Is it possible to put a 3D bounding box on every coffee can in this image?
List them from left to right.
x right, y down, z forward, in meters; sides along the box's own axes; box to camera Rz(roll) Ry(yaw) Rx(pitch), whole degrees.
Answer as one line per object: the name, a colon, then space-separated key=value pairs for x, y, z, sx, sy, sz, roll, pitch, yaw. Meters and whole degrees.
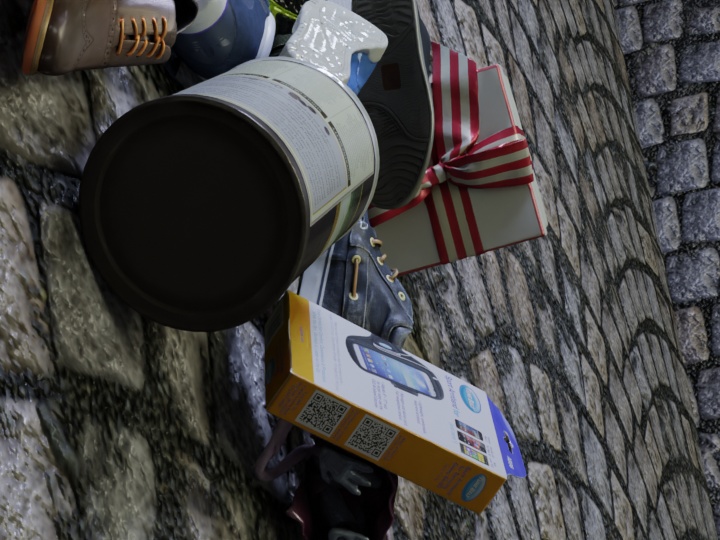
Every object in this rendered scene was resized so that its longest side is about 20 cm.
coffee can: x=-0.079 y=-0.057 z=1.061 sx=0.200 sy=0.146 sz=0.147 roll=-46 pitch=118 yaw=-70

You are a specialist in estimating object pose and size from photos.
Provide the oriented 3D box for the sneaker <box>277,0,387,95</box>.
sneaker: x=-0.041 y=-0.137 z=1.248 sx=0.077 sy=0.111 sz=0.200 roll=29 pitch=24 yaw=-3

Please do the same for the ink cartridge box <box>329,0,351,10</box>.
ink cartridge box: x=-0.015 y=-0.227 z=1.584 sx=0.200 sy=0.037 sz=0.095 roll=33 pitch=45 yaw=-68

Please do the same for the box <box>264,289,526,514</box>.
box: x=0.025 y=0.098 z=1.144 sx=0.200 sy=0.042 sz=0.119 roll=30 pitch=22 yaw=-17

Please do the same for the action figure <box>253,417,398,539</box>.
action figure: x=-0.011 y=0.149 z=1.215 sx=0.149 sy=0.134 sz=0.200 roll=32 pitch=19 yaw=-6

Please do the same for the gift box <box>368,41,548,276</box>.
gift box: x=0.068 y=-0.102 z=1.505 sx=0.187 sy=0.184 sz=0.201 roll=-32 pitch=102 yaw=-81

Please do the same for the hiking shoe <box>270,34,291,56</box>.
hiking shoe: x=-0.056 y=-0.149 z=1.325 sx=0.101 sy=0.076 sz=0.200 roll=53 pitch=27 yaw=-54

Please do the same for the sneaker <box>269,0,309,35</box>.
sneaker: x=-0.115 y=-0.278 z=1.307 sx=0.200 sy=0.075 sz=0.076 roll=59 pitch=-11 yaw=-28

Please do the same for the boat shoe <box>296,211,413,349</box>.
boat shoe: x=0.000 y=0.000 z=1.246 sx=0.071 sy=0.091 sz=0.201 roll=122 pitch=-20 yaw=-75

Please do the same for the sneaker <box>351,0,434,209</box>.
sneaker: x=0.036 y=-0.150 z=1.386 sx=0.106 sy=0.075 sz=0.201 roll=12 pitch=78 yaw=-77

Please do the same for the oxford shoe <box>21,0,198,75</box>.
oxford shoe: x=-0.154 y=-0.160 z=1.010 sx=0.200 sy=0.073 sz=0.071 roll=-62 pitch=171 yaw=-65

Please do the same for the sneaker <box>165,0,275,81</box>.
sneaker: x=-0.119 y=-0.233 z=1.226 sx=0.146 sy=0.080 sz=0.201 roll=56 pitch=20 yaw=-63
